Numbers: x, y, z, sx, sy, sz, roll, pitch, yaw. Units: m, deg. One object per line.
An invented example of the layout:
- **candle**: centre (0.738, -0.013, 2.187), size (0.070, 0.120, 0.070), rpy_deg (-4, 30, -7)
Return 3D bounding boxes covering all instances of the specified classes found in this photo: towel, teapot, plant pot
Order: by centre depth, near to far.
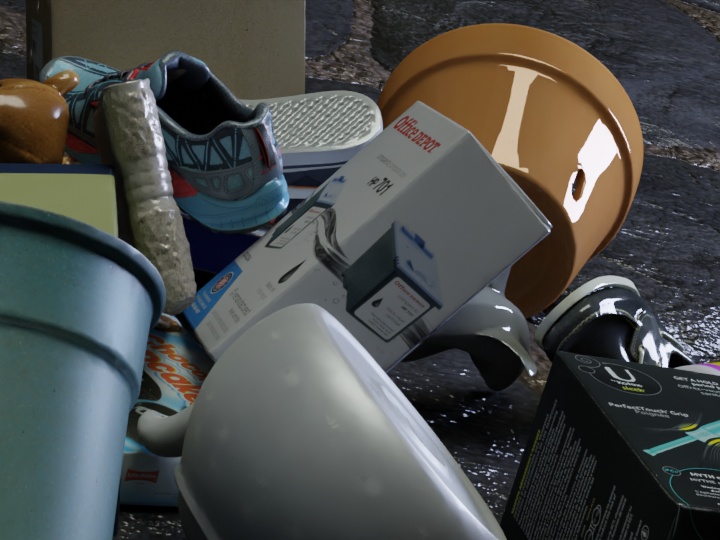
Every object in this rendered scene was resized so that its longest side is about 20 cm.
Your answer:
- **plant pot**: centre (-0.190, 0.097, 1.212), size (0.200, 0.200, 0.196), rpy_deg (9, 64, -19)
- **teapot**: centre (-0.027, 0.127, 1.412), size (0.197, 0.146, 0.200), rpy_deg (51, 3, 2)
- **towel**: centre (-0.124, -0.038, 1.596), size (0.034, 0.133, 0.200), rpy_deg (-14, 0, -7)
- **plant pot**: centre (0.095, -0.055, 1.951), size (0.200, 0.200, 0.140), rpy_deg (16, 36, 1)
- **plant pot**: centre (-0.147, -0.152, 1.989), size (0.177, 0.200, 0.200), rpy_deg (-4, 14, -14)

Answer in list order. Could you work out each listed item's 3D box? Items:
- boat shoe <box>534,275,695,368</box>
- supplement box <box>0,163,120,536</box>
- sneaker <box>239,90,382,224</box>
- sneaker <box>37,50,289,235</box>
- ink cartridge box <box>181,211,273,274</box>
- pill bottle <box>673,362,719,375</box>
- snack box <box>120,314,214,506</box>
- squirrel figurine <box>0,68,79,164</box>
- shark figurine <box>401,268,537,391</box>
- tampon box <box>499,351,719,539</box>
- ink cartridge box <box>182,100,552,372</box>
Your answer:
- **boat shoe**: centre (0.174, 0.055, 1.795), size (0.068, 0.072, 0.200), rpy_deg (49, 8, 28)
- **supplement box**: centre (-0.226, 0.037, 1.443), size (0.200, 0.134, 0.200), rpy_deg (0, 22, -6)
- **sneaker**: centre (-0.084, -0.071, 1.809), size (0.200, 0.079, 0.079), rpy_deg (2, 52, 5)
- **sneaker**: centre (-0.122, -0.105, 1.721), size (0.200, 0.096, 0.079), rpy_deg (26, 45, 29)
- **ink cartridge box**: centre (-0.096, -0.019, 1.833), size (0.196, 0.043, 0.200), rpy_deg (15, 6, -5)
- **pill bottle**: centre (0.269, 0.107, 1.745), size (0.200, 0.104, 0.104), rpy_deg (-2, 26, -42)
- **snack box**: centre (-0.130, 0.077, 1.610), size (0.116, 0.037, 0.200), rpy_deg (5, 22, -30)
- **squirrel figurine**: centre (-0.229, -0.058, 1.681), size (0.186, 0.142, 0.200), rpy_deg (-19, -38, 39)
- **shark figurine**: centre (0.062, 0.050, 1.720), size (0.214, 0.128, 0.089), rpy_deg (-8, 42, -48)
- **tampon box**: centre (0.187, 0.149, 1.530), size (0.150, 0.126, 0.200), rpy_deg (10, 20, -19)
- **ink cartridge box**: centre (0.000, 0.000, 1.639), size (0.086, 0.200, 0.146), rpy_deg (48, -1, -15)
